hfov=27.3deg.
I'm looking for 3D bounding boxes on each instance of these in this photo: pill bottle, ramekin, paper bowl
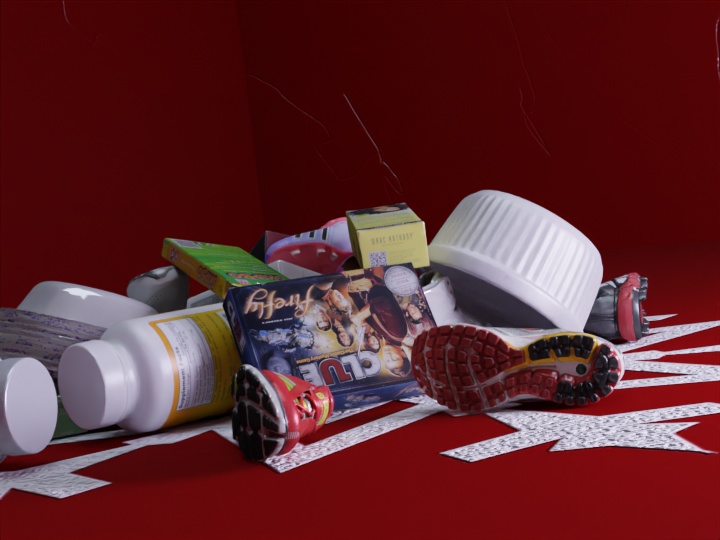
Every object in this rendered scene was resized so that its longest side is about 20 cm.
[{"bbox_3d":[-0.192,0.098,1.462,0.199,0.112,0.111,-10,4,-43],"label":"pill bottle"},{"bbox_3d":[0.170,-0.003,1.625,0.199,0.105,0.200,28,-12,7],"label":"ramekin"},{"bbox_3d":[-0.291,0.076,1.582,0.199,0.105,0.201,13,-8,2],"label":"paper bowl"},{"bbox_3d":[-0.380,0.128,1.329,0.199,0.113,0.112,-6,3,19],"label":"pill bottle"}]

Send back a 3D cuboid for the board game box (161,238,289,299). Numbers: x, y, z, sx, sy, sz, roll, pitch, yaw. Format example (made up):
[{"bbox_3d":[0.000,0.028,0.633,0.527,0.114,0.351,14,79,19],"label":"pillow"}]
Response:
[{"bbox_3d":[-0.137,0.003,1.605,0.095,0.030,0.200,7,9,-30],"label":"board game box"}]

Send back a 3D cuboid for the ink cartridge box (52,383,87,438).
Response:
[{"bbox_3d":[-0.384,0.152,1.544,0.145,0.048,0.200,-9,5,-29],"label":"ink cartridge box"}]

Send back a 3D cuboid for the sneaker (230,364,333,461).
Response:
[{"bbox_3d":[-0.063,0.113,1.247,0.084,0.078,0.200,-2,2,-9],"label":"sneaker"}]

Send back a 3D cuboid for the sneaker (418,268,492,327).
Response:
[{"bbox_3d":[0.104,0.054,1.596,0.073,0.116,0.199,-7,1,41],"label":"sneaker"}]

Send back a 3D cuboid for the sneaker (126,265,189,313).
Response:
[{"bbox_3d":[-0.221,0.067,1.690,0.074,0.087,0.200,-15,-31,-15],"label":"sneaker"}]

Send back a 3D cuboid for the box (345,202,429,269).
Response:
[{"bbox_3d":[0.027,-0.037,1.613,0.075,0.050,0.200,-9,9,-4],"label":"box"}]

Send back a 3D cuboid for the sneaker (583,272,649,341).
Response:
[{"bbox_3d":[0.293,0.043,1.752,0.097,0.071,0.200,-4,5,13],"label":"sneaker"}]

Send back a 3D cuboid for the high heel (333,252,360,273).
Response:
[{"bbox_3d":[0.000,0.000,1.669,0.067,0.096,0.200,29,35,9],"label":"high heel"}]

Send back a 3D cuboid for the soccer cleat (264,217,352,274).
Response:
[{"bbox_3d":[-0.040,-0.029,1.784,0.199,0.067,0.077,-7,44,-38],"label":"soccer cleat"}]

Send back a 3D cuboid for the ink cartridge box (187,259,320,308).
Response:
[{"bbox_3d":[-0.084,0.053,1.763,0.160,0.050,0.200,-22,-30,35],"label":"ink cartridge box"}]

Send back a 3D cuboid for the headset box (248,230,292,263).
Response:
[{"bbox_3d":[-0.072,0.028,1.871,0.199,0.078,0.149,11,-31,-23],"label":"headset box"}]

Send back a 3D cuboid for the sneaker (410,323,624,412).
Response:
[{"bbox_3d":[0.140,0.088,1.327,0.199,0.078,0.082,4,3,22],"label":"sneaker"}]

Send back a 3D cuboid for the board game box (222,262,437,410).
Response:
[{"bbox_3d":[-0.020,0.068,1.450,0.199,0.136,0.035,-9,-30,-23],"label":"board game box"}]
